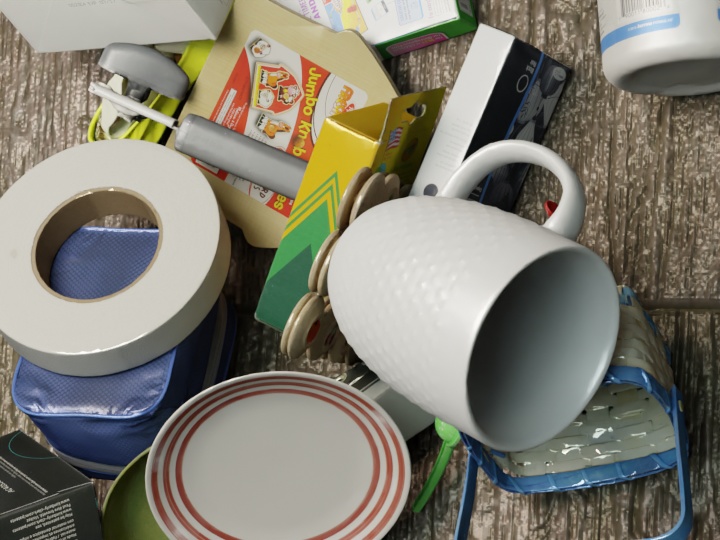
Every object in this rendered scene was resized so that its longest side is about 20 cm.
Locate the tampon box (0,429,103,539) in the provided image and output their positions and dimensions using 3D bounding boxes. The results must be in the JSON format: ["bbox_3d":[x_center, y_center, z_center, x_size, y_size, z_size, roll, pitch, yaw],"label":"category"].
[{"bbox_3d":[-0.279,0.254,1.707,0.150,0.126,0.201,22,123,55],"label":"tampon box"}]

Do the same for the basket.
[{"bbox_3d":[0.157,0.121,1.569,0.176,0.139,0.200,-10,47,24],"label":"basket"}]

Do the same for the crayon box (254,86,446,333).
[{"bbox_3d":[-0.006,-0.053,1.665,0.051,0.127,0.201,25,106,16],"label":"crayon box"}]

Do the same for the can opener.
[{"bbox_3d":[-0.120,-0.120,1.720,0.199,0.053,0.067,23,94,3],"label":"can opener"}]

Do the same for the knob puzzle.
[{"bbox_3d":[-0.042,-0.106,1.748,0.219,0.030,0.220,4,106,14],"label":"knob puzzle"}]

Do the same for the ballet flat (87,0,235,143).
[{"bbox_3d":[-0.165,-0.173,1.790,0.067,0.067,0.200,50,119,34],"label":"ballet flat"}]

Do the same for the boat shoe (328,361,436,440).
[{"bbox_3d":[-0.011,0.119,1.707,0.200,0.071,0.064,-32,35,20],"label":"boat shoe"}]

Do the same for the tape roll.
[{"bbox_3d":[-0.201,-0.012,1.690,0.202,0.037,0.203,-7,57,11],"label":"tape roll"}]

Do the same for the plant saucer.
[{"bbox_3d":[-0.102,0.191,1.691,0.200,0.200,0.031,-34,30,17],"label":"plant saucer"}]

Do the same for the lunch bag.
[{"bbox_3d":[-0.182,0.065,1.739,0.135,0.132,0.201,4,58,17],"label":"lunch bag"}]

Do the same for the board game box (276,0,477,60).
[{"bbox_3d":[-0.016,-0.241,1.769,0.199,0.040,0.154,-16,76,23],"label":"board game box"}]

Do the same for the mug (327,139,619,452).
[{"bbox_3d":[0.079,0.002,1.500,0.175,0.148,0.200,27,85,43],"label":"mug"}]

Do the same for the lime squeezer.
[{"bbox_3d":[0.054,0.106,1.633,0.070,0.200,0.038,-19,37,-5],"label":"lime squeezer"}]

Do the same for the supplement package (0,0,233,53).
[{"bbox_3d":[-0.191,-0.300,1.749,0.191,0.147,0.200,0,55,33],"label":"supplement package"}]

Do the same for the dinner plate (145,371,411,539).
[{"bbox_3d":[-0.062,0.152,1.636,0.200,0.200,0.024,-36,30,16],"label":"dinner plate"}]

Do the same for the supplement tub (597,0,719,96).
[{"bbox_3d":[0.236,-0.238,1.599,0.132,0.132,0.201,-7,79,24],"label":"supplement tub"}]

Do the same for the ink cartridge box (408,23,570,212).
[{"bbox_3d":[0.088,-0.080,1.663,0.039,0.099,0.201,26,95,32],"label":"ink cartridge box"}]

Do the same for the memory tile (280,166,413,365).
[{"bbox_3d":[0.000,0.000,1.640,0.017,0.200,0.154,25,92,16],"label":"memory tile"}]

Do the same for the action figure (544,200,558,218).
[{"bbox_3d":[0.072,0.013,1.623,0.200,0.052,0.066,-33,37,36],"label":"action figure"}]
